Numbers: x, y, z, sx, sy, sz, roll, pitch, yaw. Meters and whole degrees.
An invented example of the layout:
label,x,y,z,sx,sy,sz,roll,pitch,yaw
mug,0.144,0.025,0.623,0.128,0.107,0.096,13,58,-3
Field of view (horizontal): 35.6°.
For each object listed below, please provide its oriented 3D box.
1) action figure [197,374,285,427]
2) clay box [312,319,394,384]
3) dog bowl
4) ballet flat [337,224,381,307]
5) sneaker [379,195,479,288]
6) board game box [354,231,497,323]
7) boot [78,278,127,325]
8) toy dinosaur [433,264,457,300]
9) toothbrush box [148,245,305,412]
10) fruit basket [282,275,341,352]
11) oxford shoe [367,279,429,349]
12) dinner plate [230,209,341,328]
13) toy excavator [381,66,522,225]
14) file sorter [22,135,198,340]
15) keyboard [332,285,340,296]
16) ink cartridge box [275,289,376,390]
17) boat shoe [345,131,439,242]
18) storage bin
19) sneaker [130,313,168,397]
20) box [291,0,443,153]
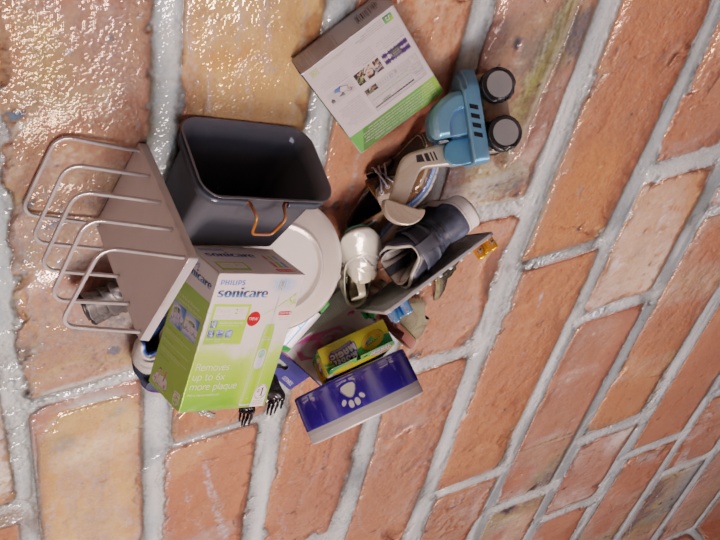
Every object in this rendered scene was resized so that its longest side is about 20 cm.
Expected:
label,x,y,z,sx,sy,sz,roll,pitch,yaw
action figure,-0.183,0.159,1.633,0.117,0.103,0.200,-17,143,17
clay box,-0.013,0.128,1.754,0.114,0.048,0.200,-25,171,-10
dog bowl,-0.004,0.202,1.802,0.198,0.080,0.200,-25,174,-3
ballet flat,0.000,0.000,1.680,0.069,0.070,0.200,-22,160,-14
sneaker,0.084,-0.038,1.674,0.146,0.077,0.202,-41,-178,-14
board game box,0.097,0.012,1.695,0.199,0.026,0.200,-36,-173,-11
boot,-0.310,0.020,1.473,0.130,0.070,0.200,-23,163,-14
toy dinosaur,0.125,0.004,1.867,0.087,0.048,0.201,-20,148,-29
toothbrush box,-0.176,0.076,1.477,0.144,0.086,0.202,2,113,-44
fruit basket,-0.148,0.037,1.641,0.185,0.094,0.199,-47,137,12
oxford shoe,0.064,0.057,1.877,0.074,0.071,0.200,-47,150,-9
dinner plate,-0.118,-0.005,1.584,0.197,0.024,0.203,-7,111,-18
toy excavator,0.116,-0.170,1.537,0.197,0.198,0.100,-9,-177,-5
file sorter,-0.302,-0.041,1.323,0.123,0.201,0.139,6,132,-40
keyboard,-0.001,-0.030,1.749,0.056,0.011,0.201,9,129,-45
ink cartridge box,-0.064,0.129,1.867,0.199,0.044,0.196,-35,151,3
boat shoe,0.045,-0.118,1.619,0.072,0.073,0.201,6,129,-36
storage bin,-0.156,-0.093,1.443,0.198,0.147,0.134,-1,146,-38
sneaker,-0.244,0.114,1.674,0.197,0.081,0.147,-16,148,-13
box,0.013,-0.252,1.457,0.144,0.037,0.200,-35,145,5
